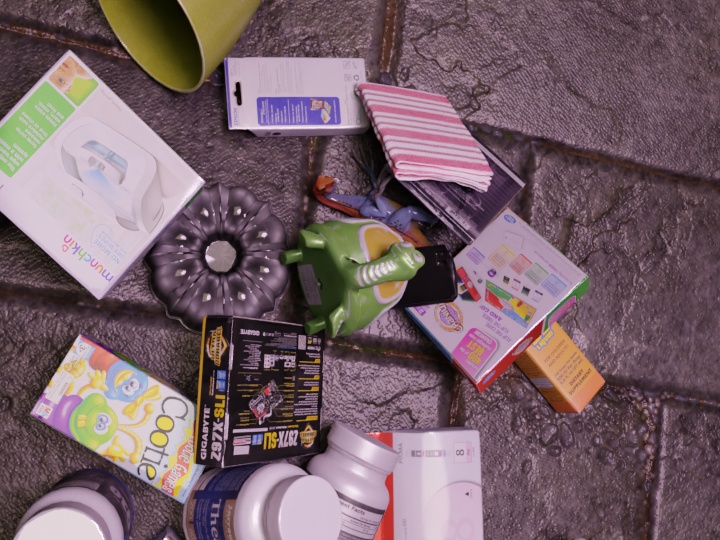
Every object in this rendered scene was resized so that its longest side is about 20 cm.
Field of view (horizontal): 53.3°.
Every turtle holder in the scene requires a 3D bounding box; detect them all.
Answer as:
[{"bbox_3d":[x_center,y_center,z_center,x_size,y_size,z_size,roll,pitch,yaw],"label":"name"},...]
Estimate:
[{"bbox_3d":[-0.006,-0.007,0.858,0.129,0.187,0.143,-17,65,-26],"label":"turtle holder"}]

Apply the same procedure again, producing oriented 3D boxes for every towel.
[{"bbox_3d":[0.078,-0.179,0.942,0.143,0.030,0.203,5,42,-25],"label":"towel"}]

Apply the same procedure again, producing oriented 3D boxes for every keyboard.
[{"bbox_3d":[0.030,-0.002,0.959,0.194,0.040,0.107,-6,98,10],"label":"keyboard"}]

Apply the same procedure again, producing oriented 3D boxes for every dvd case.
[{"bbox_3d":[0.133,-0.128,0.963,0.148,0.016,0.200,42,42,6],"label":"dvd case"}]

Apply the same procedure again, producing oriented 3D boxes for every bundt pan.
[{"bbox_3d":[-0.177,-0.019,0.915,0.196,0.076,0.208,2,83,-14],"label":"bundt pan"}]

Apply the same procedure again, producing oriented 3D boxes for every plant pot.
[{"bbox_3d":[-0.201,-0.364,0.911,0.187,0.187,0.201,44,62,-5],"label":"plant pot"}]

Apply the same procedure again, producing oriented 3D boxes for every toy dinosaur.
[{"bbox_3d":[0.027,-0.076,0.961,0.176,0.105,0.206,-5,91,-4],"label":"toy dinosaur"}]

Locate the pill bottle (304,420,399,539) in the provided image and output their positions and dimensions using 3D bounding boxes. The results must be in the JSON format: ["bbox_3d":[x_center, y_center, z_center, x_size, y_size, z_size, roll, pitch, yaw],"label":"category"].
[{"bbox_3d":[-0.032,0.301,0.886,0.114,0.116,0.204,26,83,-9],"label":"pill bottle"}]

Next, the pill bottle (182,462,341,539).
[{"bbox_3d":[-0.111,0.275,0.804,0.109,0.198,0.114,13,69,-37],"label":"pill bottle"}]

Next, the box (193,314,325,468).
[{"bbox_3d":[-0.113,0.142,0.860,0.048,0.199,0.165,0,83,29],"label":"box"}]

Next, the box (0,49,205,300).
[{"bbox_3d":[-0.305,-0.102,0.808,0.200,0.097,0.177,44,81,-11],"label":"box"}]

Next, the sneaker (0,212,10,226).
[{"bbox_3d":[-0.373,-0.089,0.875,0.145,0.077,0.204,36,76,-4],"label":"sneaker"}]

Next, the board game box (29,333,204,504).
[{"bbox_3d":[-0.268,0.173,0.857,0.197,0.105,0.105,33,77,-8],"label":"board game box"}]

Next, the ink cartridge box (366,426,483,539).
[{"bbox_3d":[0.065,0.298,0.952,0.194,0.057,0.168,1,84,-18],"label":"ink cartridge box"}]

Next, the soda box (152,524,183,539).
[{"bbox_3d":[-0.280,0.406,0.849,0.068,0.064,0.200,46,76,-5],"label":"soda box"}]

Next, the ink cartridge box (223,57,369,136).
[{"bbox_3d":[-0.087,-0.237,0.980,0.194,0.039,0.103,-3,84,-15],"label":"ink cartridge box"}]

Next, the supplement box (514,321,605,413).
[{"bbox_3d":[0.247,0.104,1.007,0.066,0.069,0.201,-42,91,-15],"label":"supplement box"}]

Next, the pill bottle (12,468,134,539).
[{"bbox_3d":[-0.311,0.289,0.784,0.110,0.200,0.117,1,84,-13],"label":"pill bottle"}]

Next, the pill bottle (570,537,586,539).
[{"bbox_3d":[0.231,0.441,0.943,0.195,0.109,0.112,-17,88,-15],"label":"pill bottle"}]

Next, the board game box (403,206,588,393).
[{"bbox_3d":[0.176,0.035,0.946,0.199,0.040,0.153,-41,58,-4],"label":"board game box"}]
